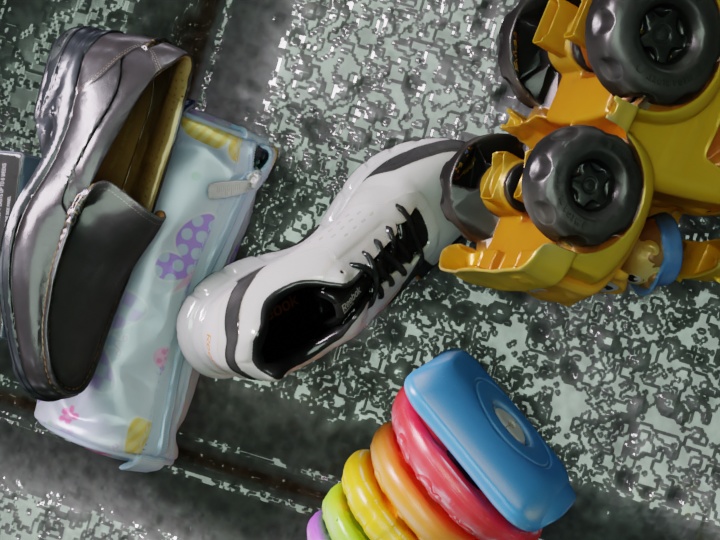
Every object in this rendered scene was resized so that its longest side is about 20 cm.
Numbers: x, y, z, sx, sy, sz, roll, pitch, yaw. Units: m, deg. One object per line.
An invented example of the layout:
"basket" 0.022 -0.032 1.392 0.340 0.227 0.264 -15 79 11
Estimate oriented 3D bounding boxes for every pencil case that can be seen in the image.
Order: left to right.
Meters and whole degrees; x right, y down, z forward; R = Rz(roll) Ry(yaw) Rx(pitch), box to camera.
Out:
"pencil case" -0.111 0.007 1.287 0.090 0.083 0.201 20 91 25

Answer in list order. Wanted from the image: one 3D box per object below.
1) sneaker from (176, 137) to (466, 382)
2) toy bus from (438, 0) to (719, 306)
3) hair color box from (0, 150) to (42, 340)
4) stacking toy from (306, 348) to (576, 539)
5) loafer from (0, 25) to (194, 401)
"sneaker" 0.000 0.000 1.249 0.200 0.080 0.074 -38 114 -18
"toy bus" 0.159 -0.056 1.228 0.191 0.136 0.201 28 80 -22
"hair color box" -0.257 -0.019 1.288 0.199 0.061 0.100 6 88 27
"stacking toy" 0.010 0.145 1.267 0.200 0.116 0.110 -41 85 15
"loafer" -0.137 -0.030 1.219 0.072 0.073 0.201 4 83 31
